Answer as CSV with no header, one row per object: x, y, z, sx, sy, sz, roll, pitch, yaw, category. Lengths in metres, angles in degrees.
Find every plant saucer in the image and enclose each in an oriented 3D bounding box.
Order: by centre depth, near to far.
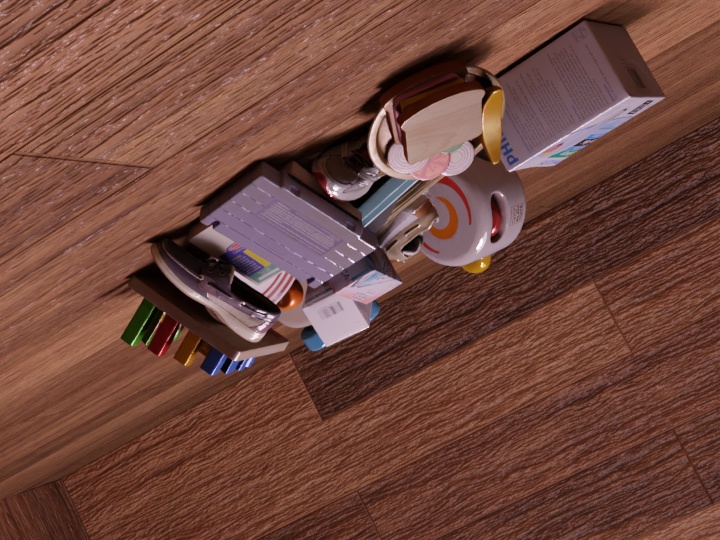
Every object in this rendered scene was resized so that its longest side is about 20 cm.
0.054,-0.117,1.587,0.200,0.019,0.070,-40,171,21,plant saucer

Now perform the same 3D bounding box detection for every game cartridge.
-0.090,-0.057,1.523,0.200,0.038,0.130,32,128,-33,game cartridge

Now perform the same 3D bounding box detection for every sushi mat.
0.067,-0.144,1.686,0.012,0.096,0.200,2,160,-27,sushi mat

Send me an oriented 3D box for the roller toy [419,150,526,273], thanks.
0.175,-0.107,1.955,0.140,0.200,0.182,-21,165,-43,roller toy

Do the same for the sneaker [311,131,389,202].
0.015,-0.155,1.540,0.200,0.078,0.082,-32,171,-39,sneaker

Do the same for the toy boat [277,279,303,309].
-0.133,0.001,1.823,0.200,0.131,0.131,-24,173,-23,toy boat

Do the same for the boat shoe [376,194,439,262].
0.057,-0.046,1.813,0.075,0.068,0.200,-43,170,-35,boat shoe

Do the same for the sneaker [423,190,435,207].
0.070,-0.143,1.826,0.070,0.080,0.200,-18,153,-2,sneaker

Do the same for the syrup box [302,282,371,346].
-0.032,0.030,1.872,0.079,0.081,0.200,-26,-158,15,syrup box

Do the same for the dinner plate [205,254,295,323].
-0.155,-0.014,1.707,0.200,0.024,0.200,-32,138,-35,dinner plate

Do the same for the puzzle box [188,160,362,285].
-0.114,-0.058,1.568,0.200,0.025,0.133,-28,133,32,puzzle box

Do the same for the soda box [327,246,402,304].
0.000,0.000,1.699,0.068,0.064,0.200,-31,169,9,soda box

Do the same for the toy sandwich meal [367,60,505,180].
0.101,-0.172,1.450,0.205,0.070,0.205,-16,143,-13,toy sandwich meal

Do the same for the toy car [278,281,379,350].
-0.073,0.002,2.103,0.177,0.184,0.200,-30,-159,17,toy car

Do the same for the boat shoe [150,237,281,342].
-0.192,0.016,1.593,0.065,0.200,0.072,-42,-160,17,boat shoe

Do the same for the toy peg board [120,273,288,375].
-0.241,0.098,1.767,0.098,0.199,0.200,-59,166,10,toy peg board

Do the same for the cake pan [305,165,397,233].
-0.028,-0.088,1.647,0.200,0.037,0.200,-26,148,-18,cake pan

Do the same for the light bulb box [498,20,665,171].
0.292,-0.243,1.666,0.200,0.125,0.198,-32,172,29,light bulb box
